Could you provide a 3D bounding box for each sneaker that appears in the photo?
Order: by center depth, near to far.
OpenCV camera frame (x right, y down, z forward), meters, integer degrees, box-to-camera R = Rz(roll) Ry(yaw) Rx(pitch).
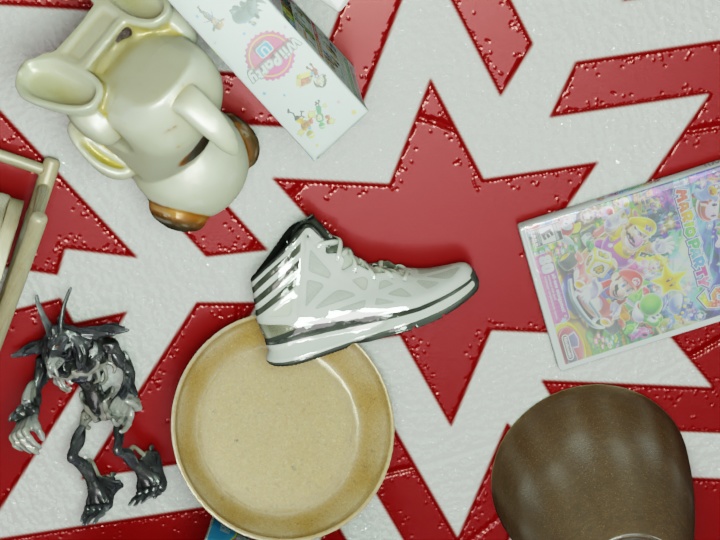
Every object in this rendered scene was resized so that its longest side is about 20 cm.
[{"bbox_3d":[0.000,0.000,1.718,0.199,0.076,0.116,-18,98,-11],"label":"sneaker"}]

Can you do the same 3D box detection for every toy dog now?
[{"bbox_3d":[-0.152,-0.124,1.615,0.193,0.200,0.140,20,69,24],"label":"toy dog"}]

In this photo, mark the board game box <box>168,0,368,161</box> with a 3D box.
[{"bbox_3d":[-0.085,-0.197,1.600,0.064,0.148,0.200,-41,107,10],"label":"board game box"}]

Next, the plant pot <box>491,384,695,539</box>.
[{"bbox_3d":[0.220,0.226,1.751,0.185,0.200,0.189,-2,110,-4],"label":"plant pot"}]

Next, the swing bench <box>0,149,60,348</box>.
[{"bbox_3d":[-0.376,-0.014,1.659,0.197,0.130,0.201,19,113,-11],"label":"swing bench"}]

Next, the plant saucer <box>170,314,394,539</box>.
[{"bbox_3d":[-0.070,0.139,1.747,0.198,0.035,0.202,3,78,-12],"label":"plant saucer"}]

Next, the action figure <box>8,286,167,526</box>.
[{"bbox_3d":[-0.238,0.120,1.731,0.118,0.102,0.201,-16,113,14],"label":"action figure"}]

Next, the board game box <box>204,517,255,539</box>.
[{"bbox_3d":[-0.049,0.284,1.752,0.198,0.148,0.065,19,93,-2],"label":"board game box"}]

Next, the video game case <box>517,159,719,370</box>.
[{"bbox_3d":[0.252,-0.005,1.765,0.198,0.018,0.144,-17,110,2],"label":"video game case"}]

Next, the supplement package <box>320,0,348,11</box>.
[{"bbox_3d":[-0.066,-0.318,1.571,0.199,0.121,0.120,33,104,-15],"label":"supplement package"}]
